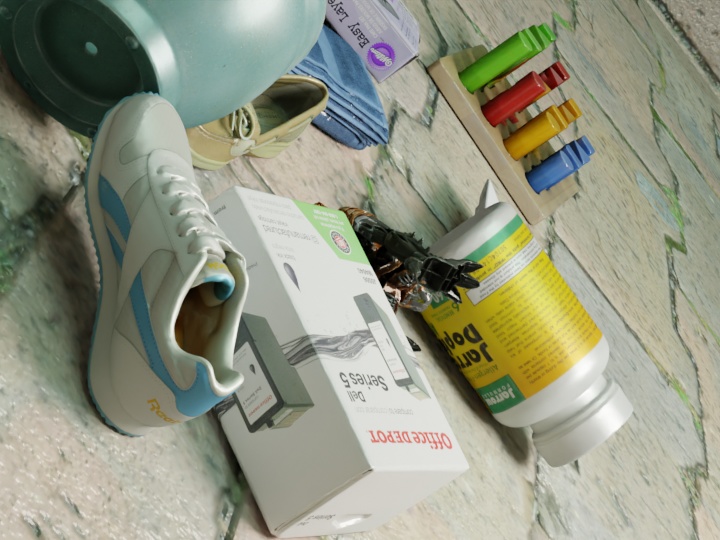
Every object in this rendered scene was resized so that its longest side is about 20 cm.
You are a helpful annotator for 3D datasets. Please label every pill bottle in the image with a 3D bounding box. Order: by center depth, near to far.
[{"bbox_3d":[0.130,0.054,1.440,0.200,0.113,0.113,54,21,-4],"label":"pill bottle"}]

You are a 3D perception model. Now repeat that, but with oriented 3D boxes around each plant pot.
[{"bbox_3d":[-0.140,-0.164,1.103,0.200,0.200,0.134,50,49,-15],"label":"plant pot"}]

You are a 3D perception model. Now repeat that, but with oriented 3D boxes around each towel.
[{"bbox_3d":[-0.052,-0.181,1.480,0.200,0.048,0.112,31,32,-48],"label":"towel"}]

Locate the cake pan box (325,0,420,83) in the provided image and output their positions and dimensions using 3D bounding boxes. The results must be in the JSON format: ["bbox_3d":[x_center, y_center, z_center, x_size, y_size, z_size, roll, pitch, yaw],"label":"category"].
[{"bbox_3d":[-0.018,-0.272,1.642,0.184,0.052,0.200,52,12,-13],"label":"cake pan box"}]

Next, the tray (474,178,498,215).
[{"bbox_3d":[0.122,-0.009,1.594,0.200,0.022,0.108,-71,140,-73],"label":"tray"}]

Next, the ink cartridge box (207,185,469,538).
[{"bbox_3d":[-0.032,0.058,1.121,0.145,0.084,0.200,10,49,-62],"label":"ink cartridge box"}]

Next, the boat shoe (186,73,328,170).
[{"bbox_3d":[-0.086,-0.117,1.290,0.073,0.063,0.201,60,21,11],"label":"boat shoe"}]

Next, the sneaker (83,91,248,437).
[{"bbox_3d":[-0.105,-0.010,1.004,0.076,0.081,0.201,23,55,-53],"label":"sneaker"}]

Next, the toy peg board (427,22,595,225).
[{"bbox_3d":[0.188,-0.172,1.920,0.199,0.098,0.200,56,21,0],"label":"toy peg board"}]

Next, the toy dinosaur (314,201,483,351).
[{"bbox_3d":[0.000,0.000,1.303,0.200,0.102,0.136,2,32,-48],"label":"toy dinosaur"}]
